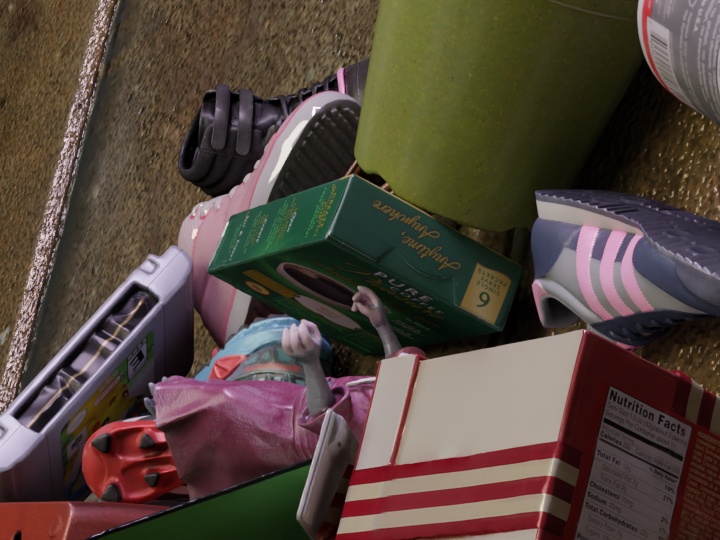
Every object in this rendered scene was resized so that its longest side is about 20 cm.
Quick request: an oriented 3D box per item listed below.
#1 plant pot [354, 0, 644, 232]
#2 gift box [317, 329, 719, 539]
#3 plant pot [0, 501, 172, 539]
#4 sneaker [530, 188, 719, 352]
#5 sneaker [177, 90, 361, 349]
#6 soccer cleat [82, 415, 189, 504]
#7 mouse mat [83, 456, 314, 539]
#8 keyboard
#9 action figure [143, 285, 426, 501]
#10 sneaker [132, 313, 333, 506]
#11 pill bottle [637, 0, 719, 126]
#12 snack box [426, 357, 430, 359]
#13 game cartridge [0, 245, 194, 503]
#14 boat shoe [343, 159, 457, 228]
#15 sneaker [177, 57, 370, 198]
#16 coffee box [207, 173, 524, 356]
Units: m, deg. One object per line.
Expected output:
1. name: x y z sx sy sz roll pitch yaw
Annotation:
1. plant pot: 0.080 -0.131 1.496 0.191 0.199 0.200 -69 26 20
2. gift box: 0.080 0.148 1.264 0.186 0.184 0.201 -12 53 55
3. plant pot: -0.145 0.230 1.604 0.200 0.175 0.201 -8 63 58
4. sneaker: 0.154 0.012 1.380 0.200 0.070 0.083 -152 65 -62
5. sneaker: -0.065 -0.042 1.725 0.105 0.075 0.201 45 126 42
6. soccer cleat: -0.069 0.108 1.611 0.085 0.198 0.069 -23 -74 -79
7. mouse mat: -0.090 0.157 1.426 0.008 0.160 0.200 64 159 22
8. keyboard: -0.007 0.123 1.372 0.200 0.011 0.057 64 -133 -70
9. action figure: -0.020 0.091 1.457 0.199 0.134 0.150 -7 95 35
10. sneaker: -0.091 0.116 1.700 0.200 0.079 0.096 -47 35 33
11. pill bottle: 0.223 -0.103 1.274 0.114 0.113 0.200 -61 29 9
12. snack box: 0.047 0.159 1.451 0.142 0.053 0.201 16 83 64
13. game cartridge: -0.174 0.089 1.715 0.200 0.040 0.134 -49 -15 -28
14. boat shoe: 0.053 -0.094 1.611 0.201 0.071 0.076 -58 29 16
15. sneaker: -0.047 -0.098 1.760 0.200 0.099 0.071 -40 36 39
16. coffee box: 0.000 0.000 1.555 0.044 0.122 0.200 -66 17 -15
